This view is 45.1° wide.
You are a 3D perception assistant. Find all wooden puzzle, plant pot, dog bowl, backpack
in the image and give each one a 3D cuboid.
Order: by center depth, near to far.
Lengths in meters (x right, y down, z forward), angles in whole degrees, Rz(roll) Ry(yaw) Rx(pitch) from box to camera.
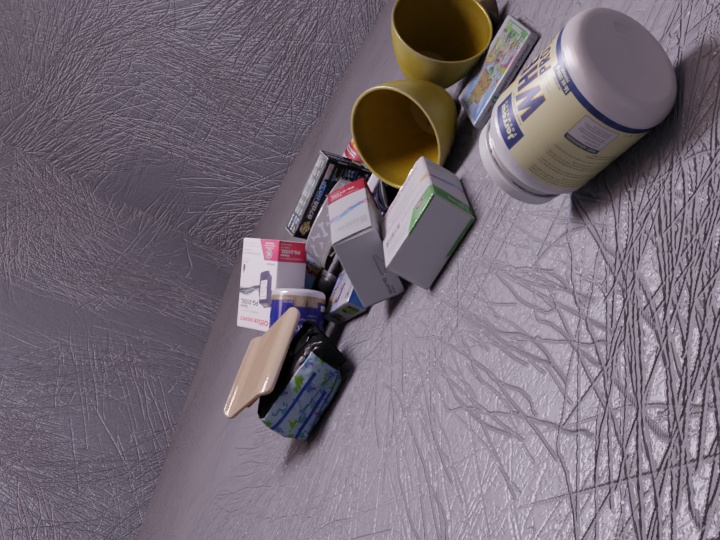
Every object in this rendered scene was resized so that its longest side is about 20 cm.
[{"bbox_3d":[0.102,-0.273,1.617,0.142,0.200,0.200,-40,-4,-40],"label":"plant pot"},{"bbox_3d":[-0.113,0.218,1.638,0.200,0.154,0.163,-45,18,-3],"label":"backpack"},{"bbox_3d":[-0.185,0.182,1.660,0.200,0.037,0.187,-36,30,53],"label":"wooden puzzle"},{"bbox_3d":[0.147,-0.439,1.711,0.142,0.197,0.202,107,-179,-60],"label":"plant pot"},{"bbox_3d":[-0.054,-0.105,1.870,0.202,0.058,0.200,-62,-4,-8],"label":"dog bowl"}]

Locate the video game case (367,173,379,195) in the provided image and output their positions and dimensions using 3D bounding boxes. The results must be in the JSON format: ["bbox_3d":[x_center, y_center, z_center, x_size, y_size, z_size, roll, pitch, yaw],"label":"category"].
[{"bbox_3d":[0.006,-0.125,1.922,0.202,0.023,0.182,-63,-5,2],"label":"video game case"}]

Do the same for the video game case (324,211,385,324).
[{"bbox_3d":[0.000,0.000,1.768,0.202,0.045,0.181,-68,13,-18],"label":"video game case"}]

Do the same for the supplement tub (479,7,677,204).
[{"bbox_3d":[0.236,-0.176,0.973,0.200,0.144,0.146,-45,22,53],"label":"supplement tub"}]

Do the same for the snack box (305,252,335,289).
[{"bbox_3d":[-0.135,0.037,2.053,0.170,0.067,0.200,-65,-5,22],"label":"snack box"}]

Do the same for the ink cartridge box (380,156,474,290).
[{"bbox_3d":[0.105,-0.083,1.434,0.146,0.087,0.201,-58,16,20],"label":"ink cartridge box"}]

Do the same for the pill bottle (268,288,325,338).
[{"bbox_3d":[-0.134,0.142,1.781,0.116,0.114,0.203,163,112,-72],"label":"pill bottle"}]

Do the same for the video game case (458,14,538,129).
[{"bbox_3d":[0.244,-0.362,1.566,0.183,0.022,0.201,-59,14,20],"label":"video game case"}]

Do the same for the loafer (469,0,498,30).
[{"bbox_3d":[0.228,-0.506,1.802,0.199,0.076,0.068,-15,49,60],"label":"loafer"}]

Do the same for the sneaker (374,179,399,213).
[{"bbox_3d":[0.080,-0.206,1.751,0.146,0.076,0.205,131,154,-82],"label":"sneaker"}]

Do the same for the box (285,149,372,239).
[{"bbox_3d":[-0.062,-0.158,1.972,0.046,0.157,0.202,45,117,45],"label":"box"}]

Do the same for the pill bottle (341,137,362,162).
[{"bbox_3d":[-0.005,-0.232,2.088,0.201,0.112,0.113,-58,14,22],"label":"pill bottle"}]

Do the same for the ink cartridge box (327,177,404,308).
[{"bbox_3d":[0.007,-0.052,1.562,0.082,0.147,0.201,-22,29,9],"label":"ink cartridge box"}]

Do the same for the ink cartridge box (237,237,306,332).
[{"bbox_3d":[-0.196,0.034,1.916,0.144,0.084,0.203,5,91,50],"label":"ink cartridge box"}]

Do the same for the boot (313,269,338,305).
[{"bbox_3d":[-0.105,0.105,1.924,0.202,0.065,0.165,-60,0,-8],"label":"boot"}]
